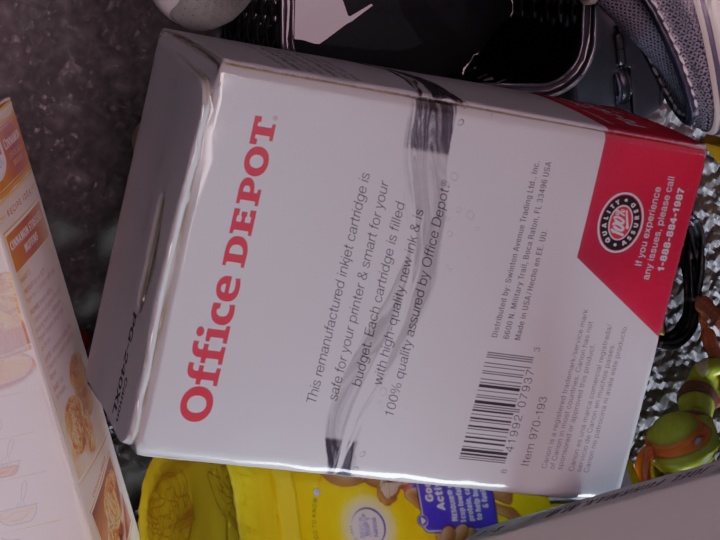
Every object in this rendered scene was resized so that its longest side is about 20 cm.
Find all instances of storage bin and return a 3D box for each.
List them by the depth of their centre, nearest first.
[{"bbox_3d":[0.020,-0.173,0.926,0.135,0.094,0.200,-2,98,-18],"label":"storage bin"}]

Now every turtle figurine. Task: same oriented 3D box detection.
[{"bbox_3d":[0.149,0.121,0.990,0.064,0.200,0.161,-10,127,12],"label":"turtle figurine"}]

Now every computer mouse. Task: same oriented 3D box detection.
[{"bbox_3d":[0.120,-0.057,1.010,0.059,0.034,0.200,-22,105,-15],"label":"computer mouse"}]

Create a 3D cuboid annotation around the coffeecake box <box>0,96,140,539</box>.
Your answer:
[{"bbox_3d":[-0.187,0.051,0.875,0.153,0.073,0.200,-13,104,8],"label":"coffeecake box"}]

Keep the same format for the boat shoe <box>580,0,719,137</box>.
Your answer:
[{"bbox_3d":[0.079,-0.131,0.873,0.093,0.075,0.200,-25,98,-7],"label":"boat shoe"}]

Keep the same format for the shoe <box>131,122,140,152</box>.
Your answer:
[{"bbox_3d":[-0.036,0.013,0.964,0.070,0.053,0.200,-45,117,-40],"label":"shoe"}]

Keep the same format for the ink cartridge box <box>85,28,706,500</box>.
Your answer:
[{"bbox_3d":[0.010,-0.001,0.842,0.200,0.083,0.145,8,104,-23],"label":"ink cartridge box"}]

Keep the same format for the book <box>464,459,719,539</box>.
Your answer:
[{"bbox_3d":[0.142,0.134,0.818,0.048,0.200,0.134,-25,93,-54],"label":"book"}]

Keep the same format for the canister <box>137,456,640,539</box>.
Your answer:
[{"bbox_3d":[0.021,0.139,0.910,0.200,0.087,0.149,2,73,-31],"label":"canister"}]

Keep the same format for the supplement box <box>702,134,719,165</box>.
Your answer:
[{"bbox_3d":[0.295,-0.026,0.984,0.133,0.200,0.197,-46,109,-7],"label":"supplement box"}]

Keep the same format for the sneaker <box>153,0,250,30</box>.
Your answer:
[{"bbox_3d":[-0.085,-0.172,0.869,0.080,0.070,0.200,-18,61,15],"label":"sneaker"}]

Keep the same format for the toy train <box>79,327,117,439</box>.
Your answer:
[{"bbox_3d":[-0.107,0.044,0.935,0.200,0.034,0.046,33,118,-15],"label":"toy train"}]
